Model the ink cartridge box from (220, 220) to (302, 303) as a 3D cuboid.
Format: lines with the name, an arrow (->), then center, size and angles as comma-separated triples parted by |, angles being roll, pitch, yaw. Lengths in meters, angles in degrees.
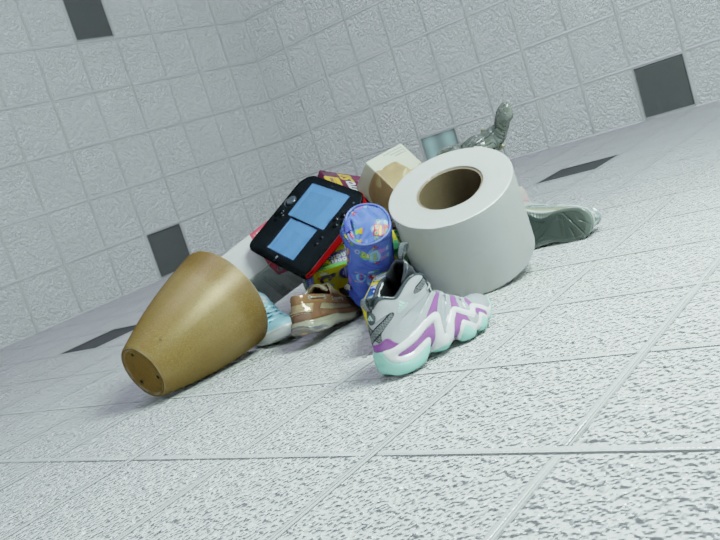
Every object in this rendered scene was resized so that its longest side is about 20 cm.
ink cartridge box -> -0.209, 0.017, 1.588 | 0.199, 0.083, 0.147 | -37, -24, 2

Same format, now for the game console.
game console -> -0.091, -0.080, 1.450 | 0.177, 0.031, 0.199 | -48, 37, -14

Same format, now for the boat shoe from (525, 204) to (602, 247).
boat shoe -> 0.319, -0.081, 1.470 | 0.200, 0.076, 0.064 | -7, 7, 38

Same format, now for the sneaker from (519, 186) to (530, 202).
sneaker -> 0.249, -0.106, 1.669 | 0.197, 0.106, 0.075 | -20, 10, -1

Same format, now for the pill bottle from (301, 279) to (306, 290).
pill bottle -> -0.027, -0.011, 1.633 | 0.113, 0.116, 0.200 | -14, 10, 29

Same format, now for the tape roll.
tape roll -> 0.157, -0.075, 1.299 | 0.200, 0.140, 0.204 | -17, 34, 12

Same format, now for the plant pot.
plant pot -> -0.281, 0.102, 1.343 | 0.185, 0.188, 0.200 | -10, 25, 44

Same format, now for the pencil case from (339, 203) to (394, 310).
pencil case -> 0.012, -0.018, 1.341 | 0.085, 0.079, 0.201 | -10, -35, -4

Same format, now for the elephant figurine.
elephant figurine -> 0.203, -0.191, 1.542 | 0.139, 0.157, 0.201 | 4, -30, 8

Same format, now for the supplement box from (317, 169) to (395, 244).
supplement box -> 0.015, -0.109, 1.601 | 0.197, 0.105, 0.131 | 6, 27, -20

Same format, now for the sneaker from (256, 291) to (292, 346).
sneaker -> -0.171, 0.081, 1.467 | 0.073, 0.083, 0.199 | -24, 10, -29

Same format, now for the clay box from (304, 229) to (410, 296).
clay box -> 0.000, 0.000, 1.467 | 0.197, 0.116, 0.048 | -16, 52, -5

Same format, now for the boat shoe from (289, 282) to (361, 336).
boat shoe -> -0.056, 0.055, 1.378 | 0.075, 0.073, 0.200 | -15, 0, 21

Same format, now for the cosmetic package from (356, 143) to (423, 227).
cosmetic package -> 0.098, -0.123, 1.498 | 0.105, 0.200, 0.072 | -33, -21, -37

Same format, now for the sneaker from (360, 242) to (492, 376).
sneaker -> 0.081, 0.028, 1.036 | 0.199, 0.142, 0.077 | -27, 11, -41

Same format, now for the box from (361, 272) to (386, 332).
box -> 0.049, 0.050, 1.216 | 0.063, 0.071, 0.200 | -16, 9, 10

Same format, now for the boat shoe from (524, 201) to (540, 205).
boat shoe -> 0.261, -0.074, 1.570 | 0.197, 0.064, 0.071 | -13, -34, -14
